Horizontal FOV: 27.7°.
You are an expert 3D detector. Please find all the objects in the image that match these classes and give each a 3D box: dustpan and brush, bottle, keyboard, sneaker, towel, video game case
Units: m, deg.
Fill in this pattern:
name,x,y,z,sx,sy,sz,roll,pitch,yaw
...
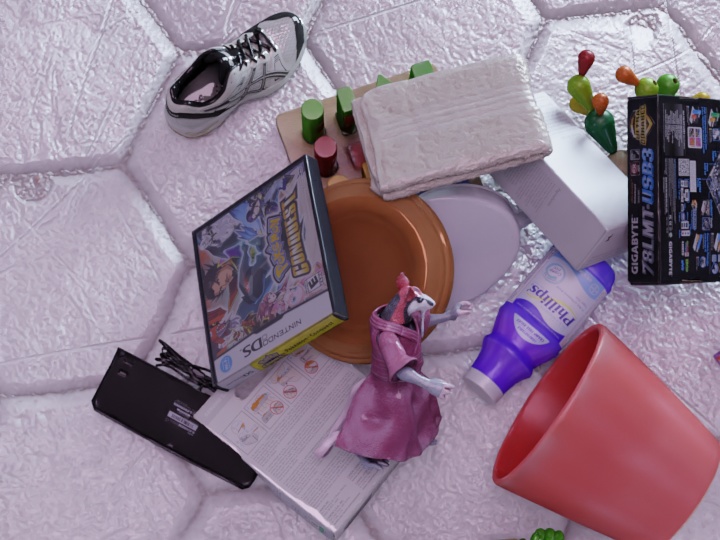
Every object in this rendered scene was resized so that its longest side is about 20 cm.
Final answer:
name,x,y,z,sx,sy,sz,roll,pitch,yaw
dustpan and brush,0.155,-0.045,1.625,0.199,0.057,0.140,-14,112,-6
bottle,0.193,0.058,1.606,0.083,0.065,0.200,41,79,8
keyboard,-0.186,0.150,1.597,0.199,0.040,0.105,29,95,-1
sneaker,-0.139,-0.230,1.663,0.200,0.088,0.076,-43,79,-12
towel,0.096,-0.153,1.559,0.199,0.035,0.133,-14,63,0
video game case,-0.102,0.003,1.557,0.180,0.025,0.201,-32,55,30

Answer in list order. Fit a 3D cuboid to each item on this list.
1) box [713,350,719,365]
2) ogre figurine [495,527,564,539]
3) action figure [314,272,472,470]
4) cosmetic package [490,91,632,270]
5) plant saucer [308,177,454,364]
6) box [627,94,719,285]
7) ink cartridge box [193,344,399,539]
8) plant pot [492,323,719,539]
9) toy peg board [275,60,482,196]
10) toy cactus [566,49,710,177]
name,x,y,z,sx,sy,sz,roll,pitch,yaw
box,0.463,0.052,1.542,0.137,0.200,0.039,-35,82,-9
ogre figurine,0.123,0.348,1.518,0.199,0.098,0.121,-7,64,-14
action figure,0.035,0.094,1.500,0.148,0.134,0.201,4,113,14
cosmetic package,0.219,-0.101,1.603,0.101,0.074,0.200,-17,60,-41
plant saucer,0.000,0.000,1.560,0.199,0.037,0.202,0,89,15
box,0.368,-0.086,1.577,0.198,0.050,0.201,-3,92,-41
ink cartridge box,-0.055,0.168,1.576,0.200,0.050,0.161,36,69,13
plant pot,0.264,0.187,1.523,0.177,0.200,0.201,34,78,-3
toy peg board,0.027,-0.126,1.634,0.199,0.098,0.200,-19,77,-5
toy cactus,0.306,-0.151,1.652,0.199,0.102,0.166,22,100,-20
